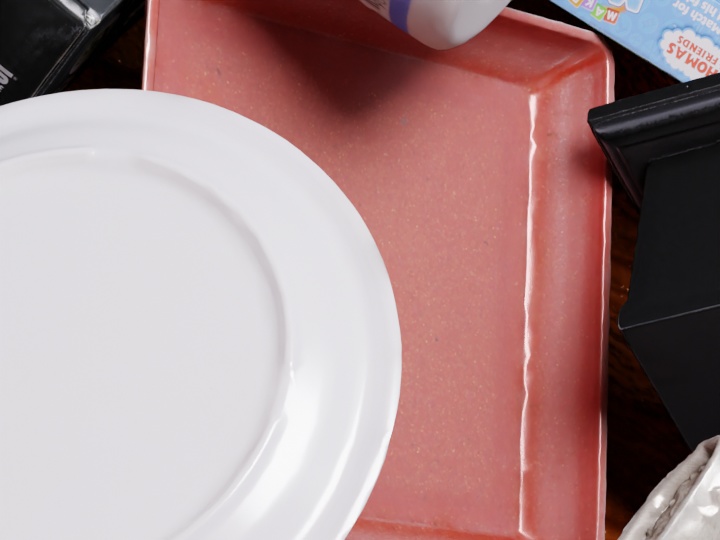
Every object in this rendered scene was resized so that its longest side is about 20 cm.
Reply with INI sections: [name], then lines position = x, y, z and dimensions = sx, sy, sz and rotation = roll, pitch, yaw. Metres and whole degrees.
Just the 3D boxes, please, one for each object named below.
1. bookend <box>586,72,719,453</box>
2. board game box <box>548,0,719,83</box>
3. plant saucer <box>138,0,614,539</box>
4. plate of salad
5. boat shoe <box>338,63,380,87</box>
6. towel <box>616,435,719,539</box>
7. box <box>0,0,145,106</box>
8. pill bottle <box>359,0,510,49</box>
[bookend]
position = 0.147, 0.069, 0.832
dimensions = 0.199, 0.092, 0.200
rotation = 56, 32, -35
[board game box]
position = 0.124, -0.108, 0.968
dimensions = 0.151, 0.037, 0.200
rotation = 34, 15, 19
[plant saucer]
position = 0.000, 0.000, 0.822
dimensions = 0.199, 0.037, 0.200
rotation = 11, 76, -36
[plate of salad]
position = -0.085, 0.037, 0.709
dimensions = 0.199, 0.048, 0.201
rotation = -4, 60, 8
[boat shoe]
position = -0.021, -0.069, 0.888
dimensions = 0.071, 0.064, 0.200
rotation = 41, 42, -5
[towel]
position = 0.095, 0.166, 0.731
dimensions = 0.132, 0.034, 0.200
rotation = 38, 85, -13
[box]
position = -0.125, -0.160, 0.860
dimensions = 0.164, 0.086, 0.200
rotation = 42, 42, -3
[pill bottle]
position = -0.023, -0.169, 0.781
dimensions = 0.200, 0.114, 0.114
rotation = 35, 41, 9
